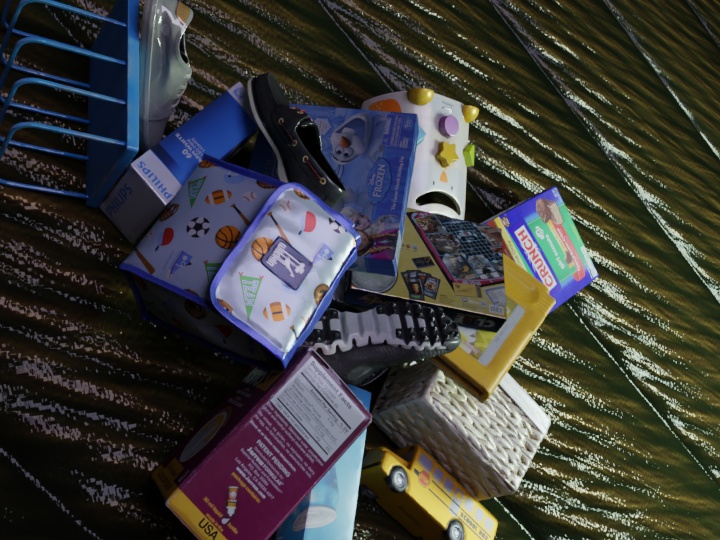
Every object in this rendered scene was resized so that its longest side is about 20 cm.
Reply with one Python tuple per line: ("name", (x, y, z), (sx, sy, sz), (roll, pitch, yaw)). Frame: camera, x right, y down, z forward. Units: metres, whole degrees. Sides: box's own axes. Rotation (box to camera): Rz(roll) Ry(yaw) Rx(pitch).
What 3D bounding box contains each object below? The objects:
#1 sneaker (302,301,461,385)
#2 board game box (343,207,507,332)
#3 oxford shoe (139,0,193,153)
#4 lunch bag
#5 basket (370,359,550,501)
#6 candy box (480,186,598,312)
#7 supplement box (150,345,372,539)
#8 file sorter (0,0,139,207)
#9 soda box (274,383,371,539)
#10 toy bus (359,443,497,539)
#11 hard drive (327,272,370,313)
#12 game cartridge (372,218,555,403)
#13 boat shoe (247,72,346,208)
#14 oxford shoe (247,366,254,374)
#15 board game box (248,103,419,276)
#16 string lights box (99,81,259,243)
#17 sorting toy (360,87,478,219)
("sneaker", (0.017, 0.089, 0.985), (0.194, 0.092, 0.067), (-1, 43, -6))
("board game box", (0.080, -0.008, 1.041), (0.195, 0.035, 0.138), (12, 55, -11))
("oxford shoe", (-0.218, -0.209, 0.947), (0.056, 0.203, 0.076), (5, 42, -13))
("lunch bag", (-0.118, -0.007, 0.875), (0.196, 0.125, 0.172), (22, 62, 20))
("basket", (0.127, 0.191, 1.104), (0.200, 0.135, 0.124), (45, 50, -14))
("candy box", (0.278, -0.024, 1.372), (0.198, 0.076, 0.172), (-26, 89, -43))
("supplement box", (-0.103, 0.181, 0.864), (0.200, 0.130, 0.104), (-46, 102, -17))
("file sorter", (-0.312, -0.197, 0.897), (0.120, 0.138, 0.205), (9, 65, -33))
("soda box", (-0.043, 0.232, 0.987), (0.067, 0.064, 0.204), (27, 55, -29))
("toy bus", (0.083, 0.289, 1.069), (0.200, 0.065, 0.079), (45, 48, -16))
("hard drive", (0.000, 0.000, 1.100), (0.199, 0.037, 0.143), (31, 49, -55))
("game cartridge", (0.136, 0.042, 1.069), (0.175, 0.033, 0.200), (37, 53, 10))
("boat shoe", (-0.073, -0.150, 0.969), (0.073, 0.062, 0.204), (27, 34, -57))
("oxford shoe", (-0.088, 0.108, 1.001), (0.072, 0.070, 0.205), (18, 62, -44))
("board game box", (-0.039, -0.102, 1.016), (0.194, 0.044, 0.204), (5, 64, 10))
("string lights box", (-0.201, -0.128, 0.983), (0.059, 0.102, 0.201), (47, 48, -9))
("sorting toy", (0.108, -0.159, 1.275), (0.197, 0.106, 0.185), (9, 72, -38))
